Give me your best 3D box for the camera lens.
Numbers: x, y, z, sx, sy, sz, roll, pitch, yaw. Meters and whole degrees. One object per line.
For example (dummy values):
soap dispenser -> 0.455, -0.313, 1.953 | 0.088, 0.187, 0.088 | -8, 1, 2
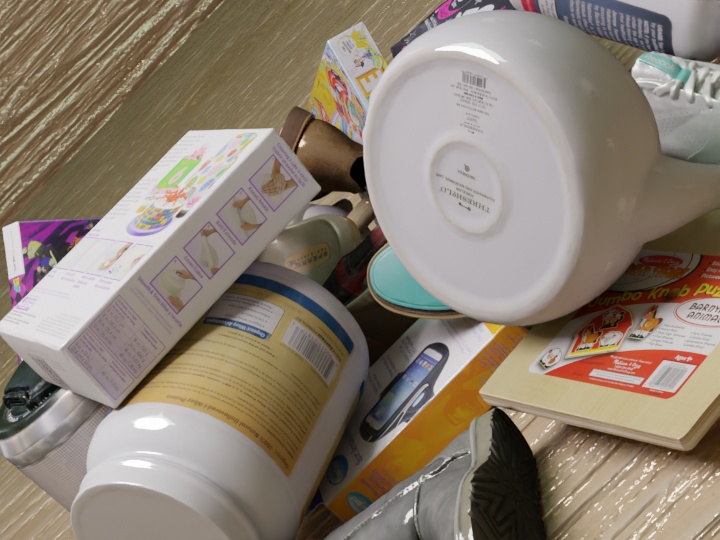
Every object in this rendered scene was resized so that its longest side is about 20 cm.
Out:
camera lens -> -0.160, 0.124, 1.181 | 0.160, 0.200, 0.160 | -40, 20, 17

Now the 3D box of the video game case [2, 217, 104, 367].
video game case -> -0.187, 0.046, 1.297 | 0.036, 0.199, 0.183 | -15, 80, 54

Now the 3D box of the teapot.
teapot -> 0.105, -0.072, 0.951 | 0.146, 0.201, 0.197 | -26, -8, -42

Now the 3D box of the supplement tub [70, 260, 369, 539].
supplement tub -> -0.090, 0.106, 1.028 | 0.144, 0.145, 0.201 | -29, 24, 41

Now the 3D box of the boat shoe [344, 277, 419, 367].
boat shoe -> 0.029, 0.020, 1.172 | 0.201, 0.072, 0.065 | -57, 4, 20

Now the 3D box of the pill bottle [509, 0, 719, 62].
pill bottle -> 0.209, -0.207, 1.070 | 0.199, 0.120, 0.120 | 22, 62, 25

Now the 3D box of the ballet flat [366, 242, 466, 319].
ballet flat -> 0.104, -0.011, 1.047 | 0.198, 0.069, 0.063 | -14, -7, 16

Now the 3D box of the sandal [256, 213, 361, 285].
sandal -> -0.085, 0.011, 1.198 | 0.199, 0.081, 0.054 | -25, -16, 34

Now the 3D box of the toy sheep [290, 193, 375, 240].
toy sheep -> -0.042, 0.008, 1.281 | 0.201, 0.137, 0.138 | -56, 12, 30

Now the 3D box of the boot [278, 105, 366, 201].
boot -> -0.022, -0.080, 1.274 | 0.200, 0.075, 0.074 | 31, -98, -86

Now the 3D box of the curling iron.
curling iron -> 0.000, 0.000, 1.114 | 0.049, 0.026, 0.200 | -25, -18, -42

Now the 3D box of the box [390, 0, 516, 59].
box -> 0.114, -0.137, 1.231 | 0.114, 0.132, 0.200 | -38, 20, 12

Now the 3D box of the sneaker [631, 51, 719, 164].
sneaker -> 0.217, -0.109, 1.021 | 0.075, 0.089, 0.200 | -51, 19, -19

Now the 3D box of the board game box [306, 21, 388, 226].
board game box -> 0.010, -0.111, 1.302 | 0.034, 0.135, 0.200 | -30, -5, -10

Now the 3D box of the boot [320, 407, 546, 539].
boot -> 0.011, 0.177, 0.909 | 0.199, 0.073, 0.182 | -33, 8, 16

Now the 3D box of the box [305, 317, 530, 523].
box -> 0.031, 0.095, 1.084 | 0.200, 0.041, 0.119 | -47, 19, 6

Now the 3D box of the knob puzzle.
knob puzzle -> 0.186, 0.022, 0.904 | 0.219, 0.031, 0.220 | -30, 24, 15

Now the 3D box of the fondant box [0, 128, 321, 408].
fondant box -> -0.136, -0.008, 1.049 | 0.200, 0.058, 0.144 | -49, 24, -17
